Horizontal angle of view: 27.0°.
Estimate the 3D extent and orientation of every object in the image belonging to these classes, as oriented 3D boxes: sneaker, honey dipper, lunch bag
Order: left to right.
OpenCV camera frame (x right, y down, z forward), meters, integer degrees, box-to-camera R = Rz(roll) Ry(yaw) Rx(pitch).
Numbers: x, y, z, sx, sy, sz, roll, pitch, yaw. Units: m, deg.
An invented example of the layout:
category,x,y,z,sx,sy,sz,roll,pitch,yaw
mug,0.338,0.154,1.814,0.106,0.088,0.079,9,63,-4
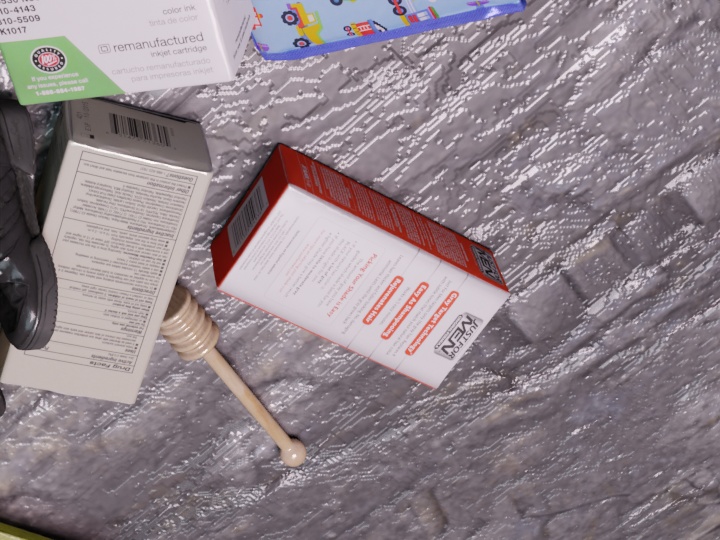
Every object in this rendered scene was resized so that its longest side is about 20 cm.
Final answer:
category,x,y,z,sx,sy,sz,roll,pitch,yaw
sneaker,-0.261,-0.045,0.966,0.103,0.202,0.060,-3,172,-40
honey dipper,-0.097,0.089,1.159,0.038,0.038,0.201,-28,129,7
lunch bag,-0.013,-0.218,0.944,0.198,0.095,0.151,-16,129,10

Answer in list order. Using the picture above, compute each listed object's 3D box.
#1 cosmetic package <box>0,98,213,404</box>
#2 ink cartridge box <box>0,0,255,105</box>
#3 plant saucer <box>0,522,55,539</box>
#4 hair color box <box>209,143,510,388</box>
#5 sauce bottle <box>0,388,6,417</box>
category,x,y,z,sx,sy,sz,roll,pitch,yaw
cosmetic package,-0.181,-0.012,1.045,0.104,0.071,0.201,13,120,-21
ink cartridge box,-0.158,-0.211,0.887,0.143,0.084,0.202,-5,127,12
plant saucer,-0.326,0.268,1.216,0.198,0.048,0.200,24,115,-25
hair color box,0.000,0.000,1.102,0.199,0.061,0.102,27,114,-26
sauce bottle,-0.296,0.026,1.048,0.065,0.066,0.202,-14,123,-3
